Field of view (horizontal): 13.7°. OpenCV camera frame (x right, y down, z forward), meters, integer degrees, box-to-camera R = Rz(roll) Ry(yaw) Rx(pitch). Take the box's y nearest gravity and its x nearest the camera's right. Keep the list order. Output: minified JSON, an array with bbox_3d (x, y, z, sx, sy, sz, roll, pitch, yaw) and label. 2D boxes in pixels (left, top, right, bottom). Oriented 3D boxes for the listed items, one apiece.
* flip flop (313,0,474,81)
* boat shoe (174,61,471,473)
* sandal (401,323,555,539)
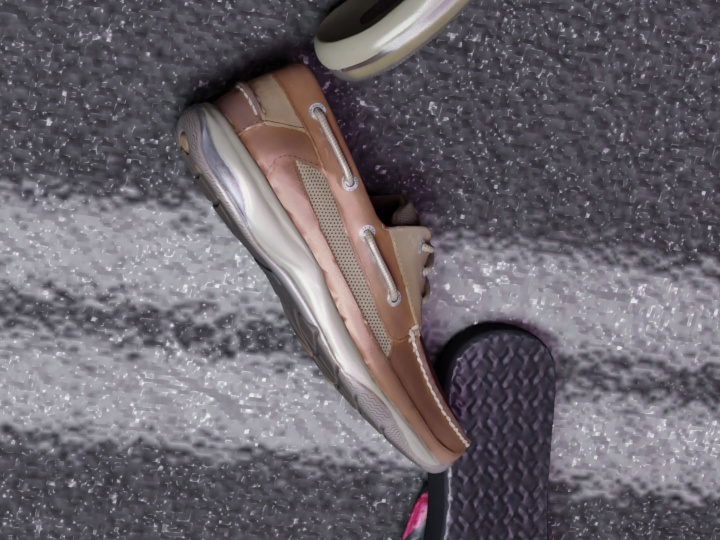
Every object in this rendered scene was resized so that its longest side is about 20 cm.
[{"bbox_3d":[0.053,-0.158,1.214,0.200,0.081,0.058,-39,105,8],"label":"flip flop"},{"bbox_3d":[0.000,0.000,1.260,0.072,0.076,0.200,-36,118,-7],"label":"boat shoe"},{"bbox_3d":[0.051,0.121,1.354,0.075,0.045,0.201,3,98,-25],"label":"sandal"}]
